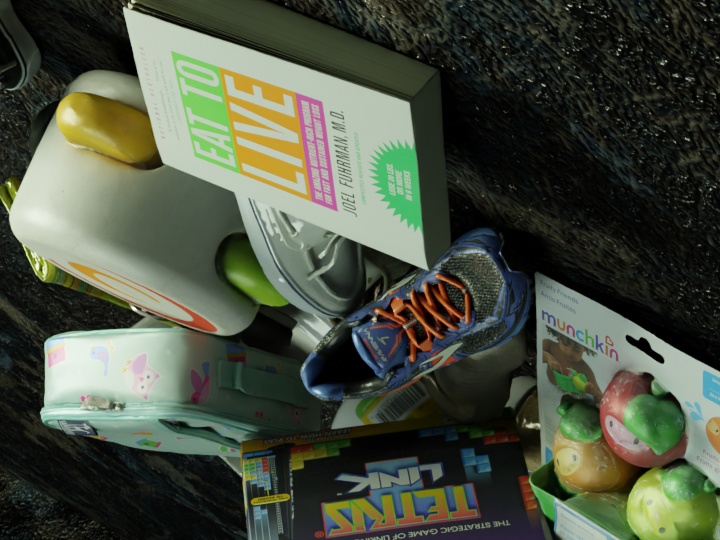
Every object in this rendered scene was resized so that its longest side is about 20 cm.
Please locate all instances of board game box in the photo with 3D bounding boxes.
[{"bbox_3d":[0.021,0.173,1.635,0.166,0.199,0.057,-102,5,-58],"label":"board game box"}]

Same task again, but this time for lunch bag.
[{"bbox_3d":[-0.126,0.091,1.726,0.160,0.077,0.200,0,170,34],"label":"lunch bag"}]

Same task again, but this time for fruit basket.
[{"bbox_3d":[0.176,0.119,1.539,0.185,0.094,0.201,31,144,37],"label":"fruit basket"}]

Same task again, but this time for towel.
[{"bbox_3d":[-0.199,-0.009,1.778,0.200,0.018,0.086,26,-144,-63],"label":"towel"}]

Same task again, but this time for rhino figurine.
[{"bbox_3d":[0.077,0.039,1.614,0.087,0.060,0.200,43,153,16],"label":"rhino figurine"}]

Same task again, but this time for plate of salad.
[{"bbox_3d":[-0.051,0.043,1.935,0.200,0.048,0.200,34,161,13],"label":"plate of salad"}]

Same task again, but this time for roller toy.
[{"bbox_3d":[-0.137,-0.052,1.624,0.199,0.140,0.182,27,171,-19],"label":"roller toy"}]

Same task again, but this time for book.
[{"bbox_3d":[-0.039,-0.089,1.409,0.199,0.048,0.134,21,140,27],"label":"book"}]

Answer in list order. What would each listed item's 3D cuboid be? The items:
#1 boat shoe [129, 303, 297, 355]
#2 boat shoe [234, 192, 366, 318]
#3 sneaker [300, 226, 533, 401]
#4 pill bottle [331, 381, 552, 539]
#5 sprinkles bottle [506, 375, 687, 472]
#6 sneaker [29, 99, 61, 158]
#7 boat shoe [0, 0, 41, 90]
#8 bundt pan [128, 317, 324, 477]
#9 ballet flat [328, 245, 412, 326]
[{"bbox_3d":[-0.126,0.032,1.782,0.067,0.057,0.200,20,176,46],"label":"boat shoe"},{"bbox_3d":[-0.025,-0.048,1.520,0.086,0.075,0.203,9,133,41],"label":"boat shoe"},{"bbox_3d":[0.036,0.039,1.535,0.200,0.078,0.076,-39,81,43],"label":"sneaker"},{"bbox_3d":[0.079,0.161,1.815,0.200,0.111,0.111,46,171,23],"label":"pill bottle"},{"bbox_3d":[0.179,0.129,1.687,0.200,0.068,0.068,17,159,47],"label":"sprinkles bottle"},{"bbox_3d":[-0.153,-0.061,1.768,0.114,0.076,0.199,14,160,46],"label":"sneaker"},{"bbox_3d":[-0.280,-0.165,1.705,0.073,0.068,0.199,32,166,5],"label":"boat shoe"},{"bbox_3d":[-0.106,0.098,1.947,0.202,0.076,0.202,44,170,10],"label":"bundt pan"},{"bbox_3d":[0.000,0.000,1.659,0.067,0.062,0.200,31,165,13],"label":"ballet flat"}]
